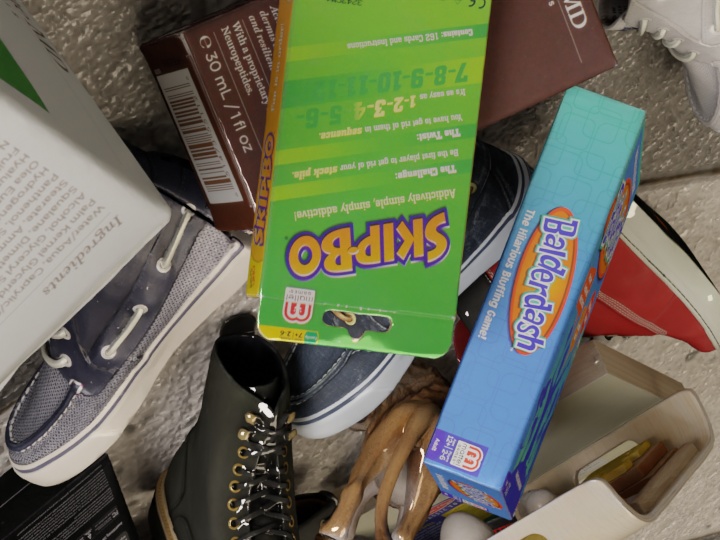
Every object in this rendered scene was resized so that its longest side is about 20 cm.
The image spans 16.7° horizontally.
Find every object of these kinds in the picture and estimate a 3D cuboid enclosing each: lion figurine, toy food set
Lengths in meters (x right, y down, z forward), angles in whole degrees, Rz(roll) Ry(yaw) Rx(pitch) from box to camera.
[{"bbox_3d":[0.025,0.104,1.351,0.123,0.072,0.200,-63,-174,-8],"label":"lion figurine"},{"bbox_3d":[0.112,0.131,1.399,0.143,0.060,0.200,-35,179,25],"label":"toy food set"}]

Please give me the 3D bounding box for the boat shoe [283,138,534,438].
[{"bbox_3d":[0.000,0.000,1.316,0.091,0.071,0.200,27,112,-39],"label":"boat shoe"}]

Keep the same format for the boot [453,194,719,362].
[{"bbox_3d":[0.134,0.026,1.461,0.144,0.072,0.200,-42,140,9],"label":"boot"}]

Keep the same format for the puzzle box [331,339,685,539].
[{"bbox_3d":[0.092,0.112,1.499,0.200,0.025,0.133,-31,153,20],"label":"puzzle box"}]

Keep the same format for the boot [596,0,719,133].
[{"bbox_3d":[0.166,-0.144,1.304,0.095,0.074,0.200,-20,133,-15],"label":"boot"}]

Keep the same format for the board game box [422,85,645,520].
[{"bbox_3d":[0.091,0.021,1.251,0.152,0.045,0.200,61,49,-78],"label":"board game box"}]

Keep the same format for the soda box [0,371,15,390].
[{"bbox_3d":[-0.196,0.021,1.149,0.064,0.068,0.200,17,118,-50],"label":"soda box"}]

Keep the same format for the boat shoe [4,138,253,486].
[{"bbox_3d":[-0.138,0.018,1.212,0.093,0.075,0.200,27,113,-33],"label":"boat shoe"}]

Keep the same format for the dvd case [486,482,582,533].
[{"bbox_3d":[0.073,0.185,1.576,0.200,0.022,0.146,-21,165,-25],"label":"dvd case"}]

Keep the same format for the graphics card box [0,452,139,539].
[{"bbox_3d":[-0.161,0.204,1.299,0.125,0.051,0.200,-40,128,-34],"label":"graphics card box"}]

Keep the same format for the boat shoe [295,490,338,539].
[{"bbox_3d":[-0.099,0.168,1.419,0.200,0.072,0.068,-6,111,-31],"label":"boat shoe"}]

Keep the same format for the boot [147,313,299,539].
[{"bbox_3d":[-0.054,0.134,1.299,0.077,0.200,0.139,-4,129,-31],"label":"boot"}]

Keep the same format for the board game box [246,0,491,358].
[{"bbox_3d":[0.005,-0.064,1.104,0.095,0.030,0.201,7,86,-20],"label":"board game box"}]

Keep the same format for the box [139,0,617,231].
[{"bbox_3d":[0.010,-0.101,1.157,0.200,0.075,0.100,-26,99,-20],"label":"box"}]

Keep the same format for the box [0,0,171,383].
[{"bbox_3d":[-0.224,-0.044,0.934,0.200,0.199,0.171,-43,146,6],"label":"box"}]
